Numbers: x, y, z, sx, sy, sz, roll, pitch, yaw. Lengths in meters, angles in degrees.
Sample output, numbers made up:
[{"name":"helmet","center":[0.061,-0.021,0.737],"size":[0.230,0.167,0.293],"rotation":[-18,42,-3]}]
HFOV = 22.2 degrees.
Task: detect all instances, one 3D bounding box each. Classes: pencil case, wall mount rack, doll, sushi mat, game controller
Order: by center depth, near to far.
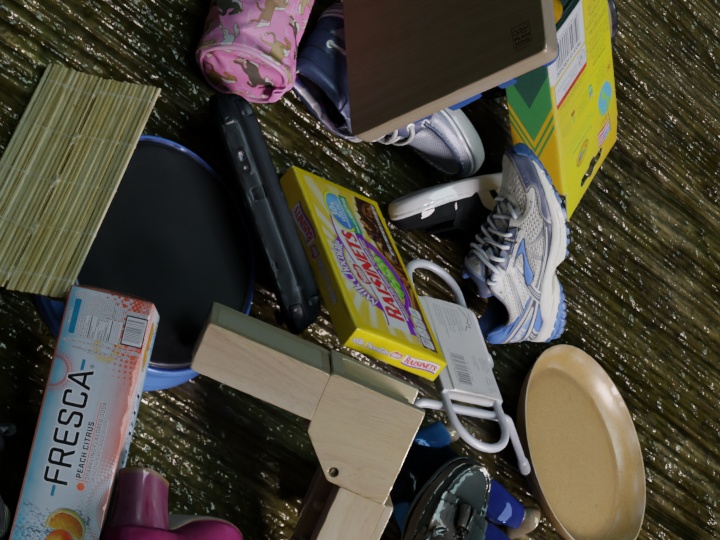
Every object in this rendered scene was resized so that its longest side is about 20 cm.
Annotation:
[{"name":"sushi mat","center":[-0.225,-0.067,1.359],"size":[0.095,0.012,0.201],"rotation":[15,59,8]},{"name":"game controller","center":[-0.079,-0.047,1.483],"size":[0.042,0.104,0.202],"rotation":[-19,95,-5]},{"name":"pencil case","center":[-0.075,-0.236,1.541],"size":[0.083,0.086,0.202],"rotation":[63,38,-54]},{"name":"doll","center":[0.072,0.200,1.580],"size":[0.199,0.048,0.138],"rotation":[34,56,-32]},{"name":"wall mount rack","center":[0.085,0.093,1.581],"size":[0.173,0.075,0.201],"rotation":[16,43,-36]}]

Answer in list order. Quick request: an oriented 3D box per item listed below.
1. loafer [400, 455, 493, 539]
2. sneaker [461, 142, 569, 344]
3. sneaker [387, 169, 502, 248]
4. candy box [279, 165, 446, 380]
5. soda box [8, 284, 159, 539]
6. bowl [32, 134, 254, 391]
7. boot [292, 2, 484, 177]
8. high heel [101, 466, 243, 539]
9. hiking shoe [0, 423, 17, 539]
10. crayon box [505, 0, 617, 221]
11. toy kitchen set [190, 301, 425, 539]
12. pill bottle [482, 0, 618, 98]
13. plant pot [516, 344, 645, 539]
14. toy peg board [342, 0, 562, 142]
[{"name":"loafer","center":[0.060,0.248,1.502],"size":[0.072,0.063,0.201],"rotation":[34,78,-25]},{"name":"sneaker","center":[0.132,-0.014,1.607],"size":[0.084,0.077,0.202],"rotation":[-14,122,-13]},{"name":"sneaker","center":[0.114,-0.030,1.667],"size":[0.199,0.073,0.113],"rotation":[-15,92,-43]},{"name":"candy box","center":[0.000,0.000,1.514],"size":[0.102,0.026,0.201],"rotation":[20,33,-36]},{"name":"soda box","center":[-0.195,0.116,1.299],"size":[0.063,0.068,0.202],"rotation":[13,79,0]},{"name":"bowl","center":[-0.164,-0.009,1.422],"size":[0.199,0.039,0.203],"rotation":[14,69,-40]},{"name":"boot","center":[0.019,-0.134,1.615],"size":[0.200,0.073,0.091],"rotation":[44,57,-15]},{"name":"high heel","center":[-0.137,0.218,1.329],"size":[0.200,0.067,0.097],"rotation":[50,39,-57]},{"name":"hiking shoe","center":[-0.279,0.181,1.235],"size":[0.100,0.075,0.202],"rotation":[24,62,-33]},{"name":"crayon box","center":[0.180,-0.160,1.643],"size":[0.127,0.050,0.201],"rotation":[-54,145,-38]},{"name":"toy kitchen set","center":[-0.070,0.147,1.428],"size":[0.179,0.163,0.202],"rotation":[23,98,-7]},{"name":"pill bottle","center":[0.142,-0.223,1.719],"size":[0.199,0.111,0.113],"rotation":[-19,91,-44]},{"name":"plant pot","center":[0.201,0.169,1.705],"size":[0.199,0.027,0.202],"rotation":[27,53,-43]},{"name":"toy peg board","center":[0.092,-0.219,1.540],"size":[0.097,0.199,0.201],"rotation":[21,56,-46]}]
